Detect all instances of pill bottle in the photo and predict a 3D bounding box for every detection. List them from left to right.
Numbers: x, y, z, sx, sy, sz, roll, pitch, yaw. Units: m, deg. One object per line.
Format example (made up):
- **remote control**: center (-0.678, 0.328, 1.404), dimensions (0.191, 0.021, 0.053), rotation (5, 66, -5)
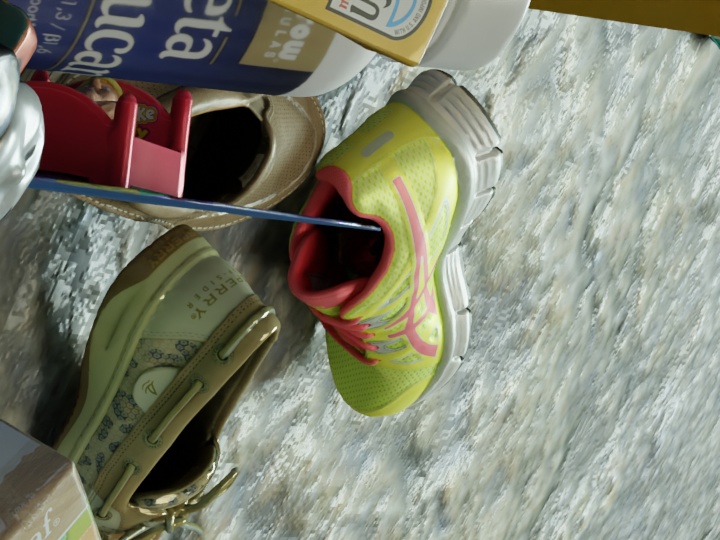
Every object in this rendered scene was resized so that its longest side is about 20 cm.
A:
- **pill bottle**: center (-0.050, -0.111, 0.743), dimensions (0.199, 0.111, 0.111), rotation (4, 116, -25)

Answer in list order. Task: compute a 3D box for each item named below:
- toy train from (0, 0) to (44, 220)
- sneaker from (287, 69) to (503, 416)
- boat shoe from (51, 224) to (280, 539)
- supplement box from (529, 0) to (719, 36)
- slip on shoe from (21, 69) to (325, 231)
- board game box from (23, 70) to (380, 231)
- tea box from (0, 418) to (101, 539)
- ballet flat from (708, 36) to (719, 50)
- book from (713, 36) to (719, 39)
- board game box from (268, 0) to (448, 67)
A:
- **toy train**: center (-0.163, -0.074, 0.581), dimensions (0.085, 0.200, 0.114), rotation (-60, 170, -11)
- **sneaker**: center (0.000, 0.000, 1.102), dimensions (0.090, 0.078, 0.200), rotation (-32, 147, -31)
- **boat shoe**: center (-0.081, 0.068, 0.993), dimensions (0.073, 0.063, 0.200), rotation (-43, 161, -36)
- **supplement box**: center (0.112, -0.233, 0.948), dimensions (0.197, 0.132, 0.201), rotation (-50, 141, -42)
- **slip on shoe**: center (-0.059, -0.048, 0.953), dimensions (0.200, 0.060, 0.076), rotation (13, 103, -65)
- **board game box**: center (-0.092, -0.044, 0.752), dimensions (0.158, 0.200, 0.039), rotation (8, 90, -39)
- **tea box**: center (-0.187, 0.157, 0.818), dimensions (0.200, 0.133, 0.197), rotation (-50, 151, -26)
- **ballet flat**: center (0.212, -0.162, 1.373), dimensions (0.200, 0.068, 0.073), rotation (15, 82, -64)
- **book**: center (0.190, -0.229, 1.217), dimensions (0.134, 0.048, 0.200), rotation (-54, 133, -21)
- **board game box**: center (-0.043, -0.161, 0.633), dimensions (0.199, 0.040, 0.153), rotation (22, 96, -25)
